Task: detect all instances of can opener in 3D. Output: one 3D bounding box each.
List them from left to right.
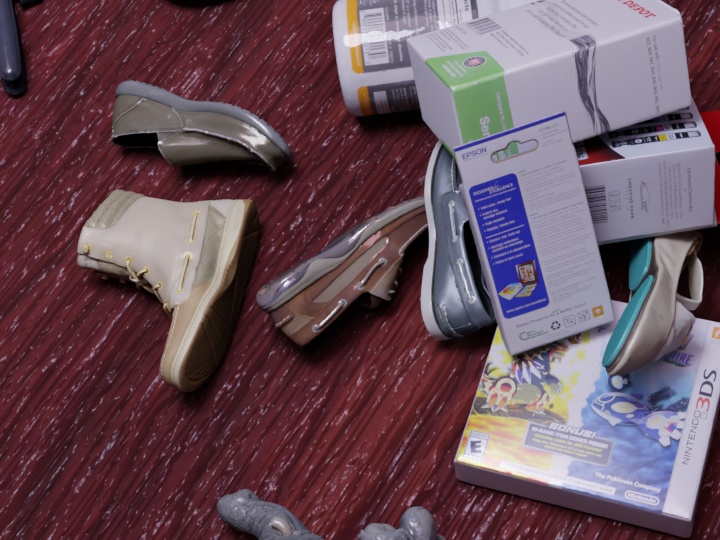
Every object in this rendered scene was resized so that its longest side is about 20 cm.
[{"bbox_3d":[-0.378,-0.277,1.520,0.079,0.063,0.200,-12,59,2],"label":"can opener"}]

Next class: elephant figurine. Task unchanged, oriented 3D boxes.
[{"bbox_3d":[-0.034,0.259,1.131,0.200,0.155,0.142,-6,102,18],"label":"elephant figurine"}]

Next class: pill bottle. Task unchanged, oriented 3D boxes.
[{"bbox_3d":[0.079,-0.216,1.375,0.200,0.116,0.116,-7,59,5],"label":"pill bottle"}]

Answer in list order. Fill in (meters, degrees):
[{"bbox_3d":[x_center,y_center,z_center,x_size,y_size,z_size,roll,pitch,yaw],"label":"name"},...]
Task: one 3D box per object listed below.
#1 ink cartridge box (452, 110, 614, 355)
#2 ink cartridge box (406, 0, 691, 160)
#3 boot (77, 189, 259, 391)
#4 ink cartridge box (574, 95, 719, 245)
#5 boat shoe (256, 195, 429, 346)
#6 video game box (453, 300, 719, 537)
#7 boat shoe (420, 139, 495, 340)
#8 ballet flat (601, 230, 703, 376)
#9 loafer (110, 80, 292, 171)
[{"bbox_3d":[0.140,-0.031,1.167,0.095,0.200,0.037,-18,30,-1],"label":"ink cartridge box"},{"bbox_3d":[0.157,-0.167,1.205,0.200,0.084,0.146,-17,27,-6],"label":"ink cartridge box"},{"bbox_3d":[-0.190,0.013,1.315,0.155,0.073,0.200,8,60,14],"label":"boot"},{"bbox_3d":[0.250,-0.117,1.264,0.175,0.084,0.200,-9,34,4],"label":"ink cartridge box"},{"bbox_3d":[0.000,0.000,1.299,0.200,0.076,0.072,-33,94,-19],"label":"boat shoe"},{"bbox_3d":[0.199,0.111,1.206,0.200,0.047,0.182,12,60,16],"label":"video game box"},{"bbox_3d":[0.098,-0.035,1.284,0.062,0.073,0.200,-10,63,34],"label":"boat shoe"},{"bbox_3d":[0.250,0.025,1.187,0.069,0.070,0.200,9,41,15],"label":"ballet flat"},{"bbox_3d":[-0.159,-0.126,1.398,0.200,0.075,0.070,17,76,24],"label":"loafer"}]
